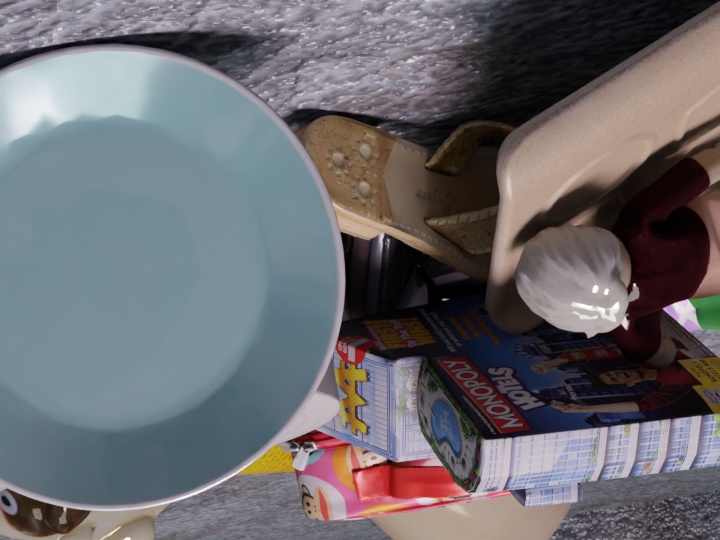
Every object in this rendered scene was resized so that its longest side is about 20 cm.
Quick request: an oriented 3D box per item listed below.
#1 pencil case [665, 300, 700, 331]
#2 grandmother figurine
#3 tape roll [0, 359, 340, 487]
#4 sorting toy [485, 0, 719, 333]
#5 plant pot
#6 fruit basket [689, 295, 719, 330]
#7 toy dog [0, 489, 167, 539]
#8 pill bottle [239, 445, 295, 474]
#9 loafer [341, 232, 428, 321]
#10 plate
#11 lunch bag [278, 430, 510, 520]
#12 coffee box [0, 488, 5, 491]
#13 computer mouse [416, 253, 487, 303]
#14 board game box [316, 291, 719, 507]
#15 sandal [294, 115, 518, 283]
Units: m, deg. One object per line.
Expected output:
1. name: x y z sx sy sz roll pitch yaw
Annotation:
1. pencil case: 0.197 0.012 1.182 0.199 0.086 0.084 -11 -167 11
2. grandmother figurine: 0.151 -0.007 0.854 0.199 0.122 0.060 -10 -158 -42
3. tape roll: -0.119 0.022 0.889 0.202 0.140 0.203 -10 165 -3
4. sorting toy: 0.136 -0.059 0.848 0.185 0.037 0.200 -32 159 -9
5. plant pot: 0.048 0.126 1.377 0.187 0.188 0.200 -18 150 26
6. fruit basket: 0.282 -0.021 1.009 0.185 0.094 0.200 -22 -175 -33
7. toy dog: -0.227 0.171 1.392 0.193 0.140 0.200 -28 162 12
8. pill bottle: -0.070 0.083 1.208 0.199 0.113 0.113 2 161 -43
9. loafer: 0.000 0.000 1.002 0.063 0.072 0.200 20 154 14
10. plate: -0.106 0.003 0.755 0.199 0.201 0.026 -9 -170 -6
11. lunch bag: 0.054 0.098 1.088 0.199 0.082 0.176 -11 -168 7
12. coffee box: -0.267 0.063 0.940 0.114 0.080 0.200 -26 149 11
13. computer mouse: 0.090 -0.016 1.078 0.199 0.053 0.138 -13 158 40
14. board game box: 0.078 0.066 0.922 0.199 0.062 0.200 -6 -159 -13
15. sandal: 0.063 -0.043 0.900 0.211 0.078 0.069 10 158 -40
